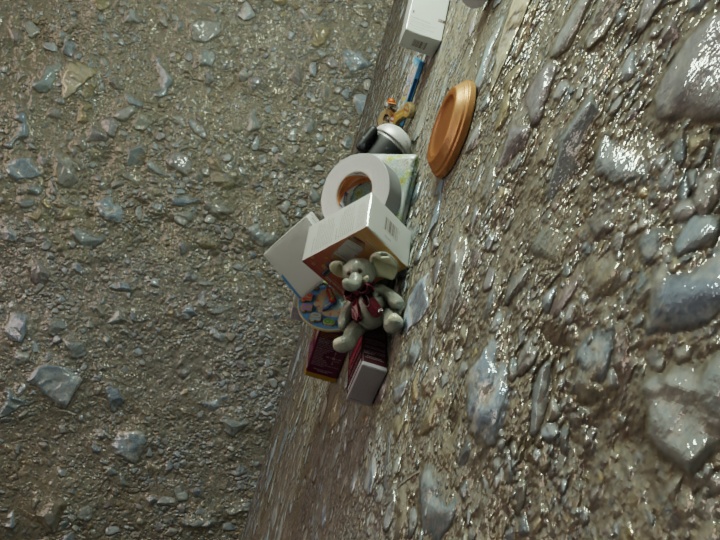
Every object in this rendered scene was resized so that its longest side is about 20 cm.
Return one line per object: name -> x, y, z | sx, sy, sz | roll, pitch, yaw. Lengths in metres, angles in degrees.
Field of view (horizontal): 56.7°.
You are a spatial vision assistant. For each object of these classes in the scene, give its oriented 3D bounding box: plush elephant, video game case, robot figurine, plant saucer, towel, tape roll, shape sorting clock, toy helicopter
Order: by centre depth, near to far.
plant saucer -> 0.180, -0.291, 1.365 | 0.200, 0.037, 0.205 | -164, 89, -81
plush elephant -> 0.007, 0.045, 1.414 | 0.162, 0.157, 0.201 | -21, 21, 26
tape roll -> 0.000, -0.180, 1.628 | 0.066, 0.197, 0.205 | 27, -104, -56
towel -> 0.053, -0.194, 1.667 | 0.048, 0.168, 0.205 | 26, -105, -56
shape sorting clock -> -0.072, 0.084, 1.782 | 0.203, 0.195, 0.040 | -83, -9, -46
robot figurine -> 0.050, -0.303, 1.810 | 0.201, 0.124, 0.150 | -52, -5, -7
toy helicopter -> 0.108, -0.468, 2.013 | 0.199, 0.077, 0.136 | -15, 75, 62
video game case -> 0.152, -0.565, 2.106 | 0.144, 0.017, 0.204 | -95, 23, -69

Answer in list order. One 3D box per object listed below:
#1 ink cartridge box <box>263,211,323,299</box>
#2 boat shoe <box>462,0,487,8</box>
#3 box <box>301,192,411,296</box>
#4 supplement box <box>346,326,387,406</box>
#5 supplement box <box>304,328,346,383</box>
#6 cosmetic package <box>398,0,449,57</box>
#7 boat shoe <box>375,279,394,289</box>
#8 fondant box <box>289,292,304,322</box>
ink cartridge box -> -0.139, -0.044, 1.708 | 0.145, 0.148, 0.200 | -39, 7, 5
boat shoe -> 0.267, -0.626, 1.366 | 0.070, 0.071, 0.201 | -47, -7, -23
box -> -0.008, -0.053, 1.503 | 0.198, 0.152, 0.108 | -25, 39, 34
supplement box -> 0.015, 0.185, 1.477 | 0.202, 0.060, 0.110 | -88, 17, -55
supplement box -> -0.090, 0.206, 1.976 | 0.132, 0.101, 0.203 | -88, 16, -60
cosmetic package -> 0.184, -0.723, 1.888 | 0.081, 0.110, 0.205 | 130, 153, -70
boat shoe -> 0.029, 0.065, 1.574 | 0.066, 0.070, 0.204 | -81, 14, -66
fondant box -> -0.090, 0.087, 1.866 | 0.146, 0.195, 0.059 | -82, 7, -46
